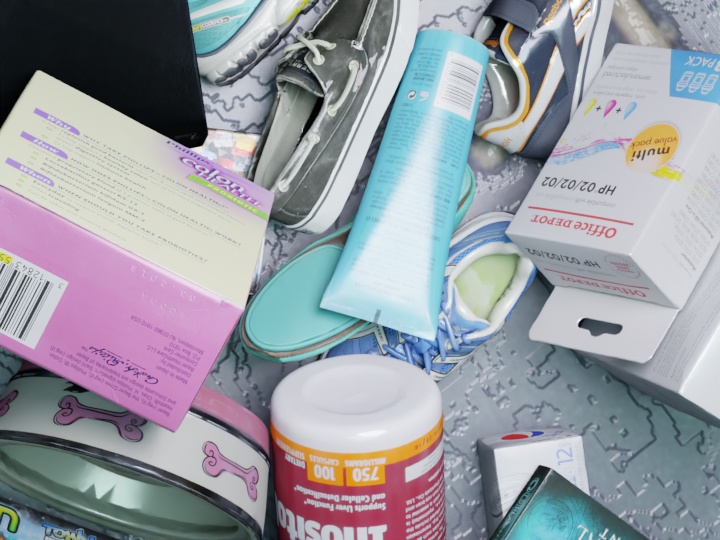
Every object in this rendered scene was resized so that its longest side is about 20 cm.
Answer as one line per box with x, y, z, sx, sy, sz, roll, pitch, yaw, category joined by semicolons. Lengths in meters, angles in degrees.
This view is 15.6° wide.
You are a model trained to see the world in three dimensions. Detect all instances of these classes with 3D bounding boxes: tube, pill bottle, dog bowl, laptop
0.037;-0.058;1.725;0.077;0.050;0.200;15;75;2;tube
0.001;0.166;1.730;0.113;0.113;0.200;-7;116;-8;pill bottle
-0.148;0.114;1.694;0.200;0.200;0.074;21;72;-9;dog bowl
-0.200;-0.179;1.728;0.177;0.103;0.200;-8;57;-2;laptop

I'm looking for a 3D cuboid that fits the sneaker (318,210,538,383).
0.043;0.036;1.771;0.076;0.077;0.200;43;89;-9;sneaker

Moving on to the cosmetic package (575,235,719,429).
0.227;0.037;1.734;0.081;0.200;0.113;32;90;-17;cosmetic package

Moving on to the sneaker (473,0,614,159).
0.124;-0.175;1.773;0.079;0.078;0.200;7;93;-14;sneaker

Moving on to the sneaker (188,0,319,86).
-0.051;-0.213;1.750;0.200;0.078;0.080;-44;89;-4;sneaker

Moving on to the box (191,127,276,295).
-0.162;-0.047;1.757;0.200;0.035;0.110;6;90;-9;box

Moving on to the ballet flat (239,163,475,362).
0.000;0.000;1.761;0.200;0.070;0.067;-42;79;-16;ballet flat

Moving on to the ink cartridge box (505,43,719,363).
0.177;-0.046;1.710;0.068;0.115;0.200;44;68;-37;ink cartridge box

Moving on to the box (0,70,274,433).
-0.159;-0.015;1.619;0.176;0.200;0.097;27;111;-7;box

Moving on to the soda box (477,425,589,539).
0.127;0.210;1.795;0.063;0.068;0.200;-8;94;-8;soda box

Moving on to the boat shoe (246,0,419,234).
-0.020;-0.125;1.736;0.064;0.071;0.200;25;80;-39;boat shoe

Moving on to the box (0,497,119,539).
-0.263;0.193;1.713;0.200;0.110;0.035;20;133;-10;box

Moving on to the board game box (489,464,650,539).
0.163;0.241;1.754;0.200;0.028;0.135;36;82;-13;board game box
